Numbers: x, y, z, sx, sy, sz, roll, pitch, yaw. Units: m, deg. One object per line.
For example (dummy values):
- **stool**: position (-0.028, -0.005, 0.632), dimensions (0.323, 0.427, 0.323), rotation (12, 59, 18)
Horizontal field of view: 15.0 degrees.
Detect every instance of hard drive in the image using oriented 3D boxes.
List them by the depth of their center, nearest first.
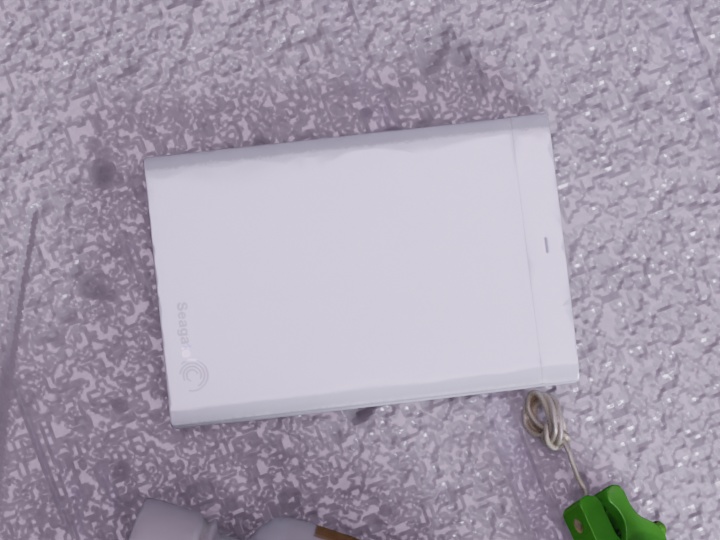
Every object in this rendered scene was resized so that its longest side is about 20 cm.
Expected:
- **hard drive**: position (0.000, 0.000, 1.335), dimensions (0.199, 0.026, 0.133), rotation (-6, 83, -2)

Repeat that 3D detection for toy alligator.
- **toy alligator**: position (0.135, 0.147, 1.322), dimensions (0.054, 0.059, 0.201), rotation (-5, 67, -36)

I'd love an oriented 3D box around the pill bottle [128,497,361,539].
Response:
- **pill bottle**: position (-0.021, 0.179, 1.283), dimensions (0.199, 0.114, 0.115), rotation (19, 87, -1)
